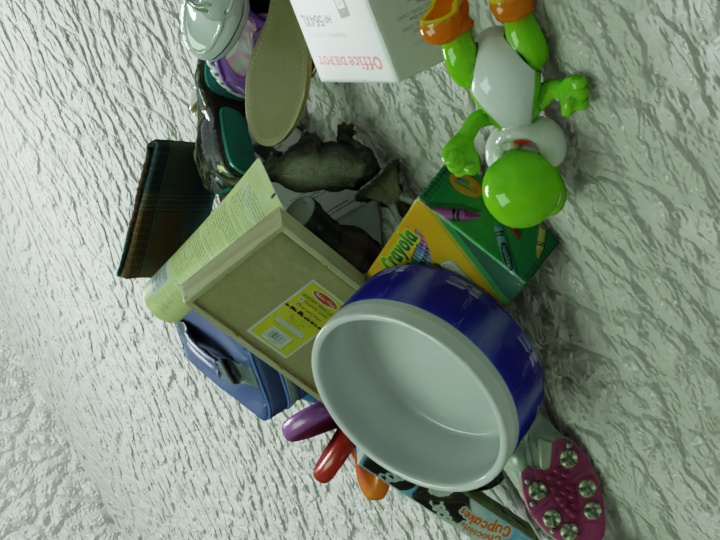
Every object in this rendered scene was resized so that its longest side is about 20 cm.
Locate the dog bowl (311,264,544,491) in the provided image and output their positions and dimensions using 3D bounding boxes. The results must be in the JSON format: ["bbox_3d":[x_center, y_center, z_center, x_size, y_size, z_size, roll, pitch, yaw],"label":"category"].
[{"bbox_3d":[0.060,0.096,1.580,0.199,0.079,0.201,22,137,23],"label":"dog bowl"}]

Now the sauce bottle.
[{"bbox_3d":[0.000,0.000,1.712,0.200,0.065,0.065,41,172,-36],"label":"sauce bottle"}]

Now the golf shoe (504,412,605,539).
[{"bbox_3d":[0.165,0.174,1.688,0.200,0.075,0.092,58,179,4],"label":"golf shoe"}]

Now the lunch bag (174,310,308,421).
[{"bbox_3d":[-0.109,0.060,1.818,0.200,0.132,0.136,32,147,49],"label":"lunch bag"}]

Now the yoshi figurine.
[{"bbox_3d":[0.115,-0.116,1.375,0.112,0.112,0.201,17,136,50],"label":"yoshi figurine"}]

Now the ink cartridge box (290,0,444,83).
[{"bbox_3d":[-0.005,-0.260,1.482,0.146,0.084,0.201,12,127,61],"label":"ink cartridge box"}]

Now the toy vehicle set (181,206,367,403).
[{"bbox_3d":[-0.055,0.036,1.669,0.200,0.124,0.027,39,-157,-36],"label":"toy vehicle set"}]

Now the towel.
[{"bbox_3d":[-0.195,-0.063,1.841,0.022,0.147,0.200,15,-175,14],"label":"towel"}]

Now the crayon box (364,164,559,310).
[{"bbox_3d":[0.086,-0.010,1.584,0.119,0.058,0.200,39,156,3],"label":"crayon box"}]

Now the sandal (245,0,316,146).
[{"bbox_3d":[-0.054,-0.222,1.675,0.077,0.069,0.213,22,116,36],"label":"sandal"}]

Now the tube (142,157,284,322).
[{"bbox_3d":[-0.135,-0.020,1.707,0.058,0.052,0.200,36,130,-14],"label":"tube"}]

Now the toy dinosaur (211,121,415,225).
[{"bbox_3d":[-0.037,-0.100,1.694,0.102,0.199,0.077,-125,46,-73],"label":"toy dinosaur"}]

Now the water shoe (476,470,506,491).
[{"bbox_3d":[0.070,0.131,1.738,0.071,0.079,0.200,-27,117,28],"label":"water shoe"}]

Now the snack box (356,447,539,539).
[{"bbox_3d":[0.087,0.225,1.784,0.200,0.037,0.116,33,-178,-2],"label":"snack box"}]

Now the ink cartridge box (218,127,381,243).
[{"bbox_3d":[-0.067,-0.059,1.864,0.200,0.084,0.145,43,153,37],"label":"ink cartridge box"}]

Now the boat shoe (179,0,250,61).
[{"bbox_3d":[-0.141,-0.272,1.643,0.073,0.067,0.201,30,132,17],"label":"boat shoe"}]

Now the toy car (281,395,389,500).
[{"bbox_3d":[-0.011,0.154,1.917,0.200,0.150,0.175,57,158,9],"label":"toy car"}]

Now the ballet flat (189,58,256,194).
[{"bbox_3d":[-0.147,-0.161,1.825,0.072,0.072,0.201,97,170,-56],"label":"ballet flat"}]

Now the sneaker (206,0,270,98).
[{"bbox_3d":[-0.102,-0.242,1.738,0.088,0.080,0.201,24,144,31],"label":"sneaker"}]
